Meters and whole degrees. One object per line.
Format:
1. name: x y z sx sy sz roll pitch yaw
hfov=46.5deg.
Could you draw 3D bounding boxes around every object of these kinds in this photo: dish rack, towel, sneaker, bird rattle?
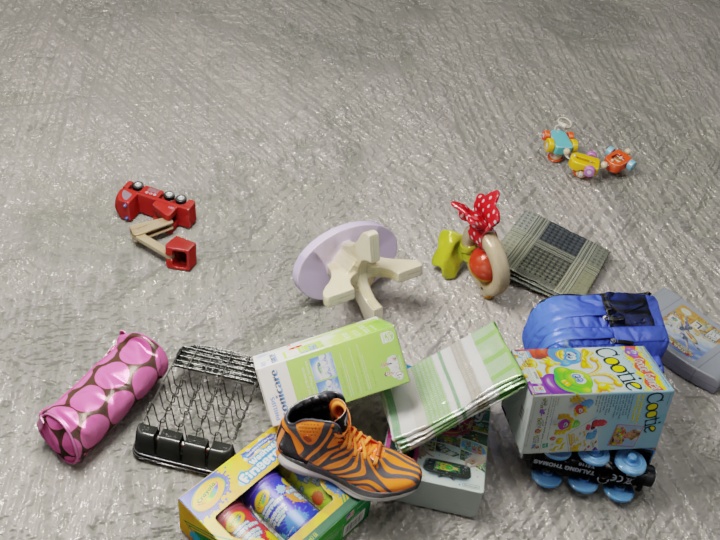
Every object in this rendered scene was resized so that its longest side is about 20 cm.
1. dish rack: -0.228 0.195 1.221 0.152 0.055 0.201 13 41 3
2. towel: 0.351 -0.021 1.565 0.191 0.035 0.200 29 44 17
3. sneaker: -0.010 0.223 1.072 0.198 0.113 0.078 13 36 -1
4. bird rattle: 0.215 -0.039 1.449 0.112 0.200 0.164 -21 74 -24
5. towel: 0.119 0.155 1.165 0.199 0.031 0.150 -31 31 7

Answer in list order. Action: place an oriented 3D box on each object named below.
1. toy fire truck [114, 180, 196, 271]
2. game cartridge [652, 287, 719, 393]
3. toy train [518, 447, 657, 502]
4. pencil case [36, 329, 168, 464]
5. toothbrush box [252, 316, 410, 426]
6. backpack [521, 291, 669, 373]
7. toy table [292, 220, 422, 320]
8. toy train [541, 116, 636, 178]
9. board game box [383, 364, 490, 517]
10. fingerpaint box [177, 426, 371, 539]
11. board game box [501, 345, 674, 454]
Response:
1. toy fire truck: -0.366 -0.083 1.503 0.198 0.049 0.142 17 43 10
2. game cartridge: 0.556 0.117 1.437 0.132 0.042 0.200 -22 50 -34
3. toy train: 0.327 0.259 1.212 0.197 0.087 0.115 10 36 3
4. pencil case: -0.369 0.175 1.196 0.094 0.091 0.200 44 46 -5
5. toothbrush box: -0.046 0.138 1.184 0.198 0.087 0.146 -18 4 -7
6. backpack: 0.360 0.123 1.306 0.197 0.164 0.169 4 45 -5
7. toy table: 0.000 0.000 1.387 0.199 0.185 0.117 -29 36 -19
8. toy train: 0.486 -0.250 1.815 0.199 0.056 0.150 37 48 24
9. board game box: 0.109 0.241 1.212 0.146 0.065 0.201 11 41 4
10. fingerpaint box: -0.110 0.309 1.095 0.166 0.074 0.199 36 48 27
11. board game box: 0.310 0.177 1.163 0.197 0.106 0.103 0 31 -8
